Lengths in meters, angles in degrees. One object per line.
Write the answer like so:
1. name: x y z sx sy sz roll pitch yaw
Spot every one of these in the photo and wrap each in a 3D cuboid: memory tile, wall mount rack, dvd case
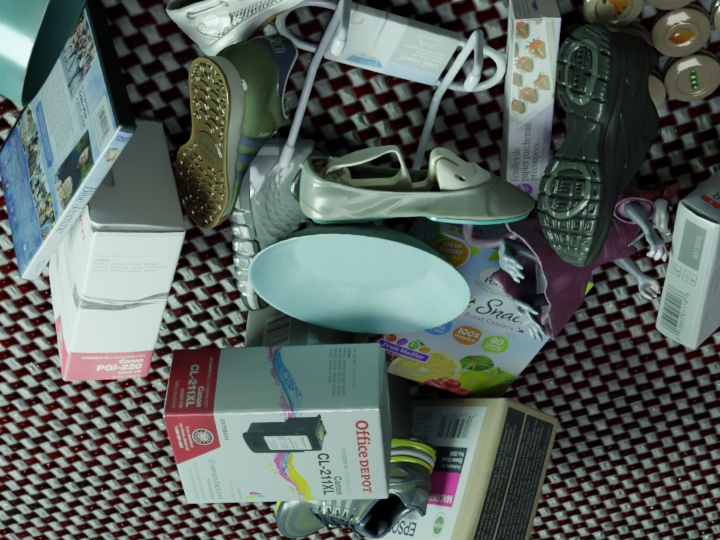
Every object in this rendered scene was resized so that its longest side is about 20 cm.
1. memory tile: 0.261 -0.216 1.083 0.153 0.017 0.200 -14 135 13
2. wall mount rack: 0.016 -0.149 1.107 0.200 0.075 0.174 13 147 -13
3. dvd case: -0.249 -0.106 1.096 0.018 0.143 0.200 8 138 -37

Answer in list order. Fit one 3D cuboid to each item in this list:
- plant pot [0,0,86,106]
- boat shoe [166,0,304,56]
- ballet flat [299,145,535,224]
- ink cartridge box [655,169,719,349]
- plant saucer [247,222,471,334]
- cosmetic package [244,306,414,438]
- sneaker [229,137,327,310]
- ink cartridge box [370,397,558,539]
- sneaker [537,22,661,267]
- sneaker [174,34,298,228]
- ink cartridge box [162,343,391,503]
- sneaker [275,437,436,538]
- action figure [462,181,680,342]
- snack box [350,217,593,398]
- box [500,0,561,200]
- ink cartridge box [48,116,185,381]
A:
1. plant pot: -0.273 -0.241 0.928 0.161 0.201 0.201 24 131 -9
2. boat shoe: -0.075 -0.239 1.012 0.069 0.071 0.200 33 128 -31
3. ballet flat: 0.048 -0.073 1.106 0.200 0.067 0.064 -1 115 1
4. ink cartridge box: 0.350 -0.044 1.188 0.050 0.200 0.162 32 145 29
5. plant saucer: 0.000 0.000 1.184 0.201 0.039 0.201 5 154 2
6. cosmetic package: -0.030 0.119 1.355 0.090 0.107 0.200 -22 130 22
7. sneaker: -0.061 -0.040 1.215 0.115 0.075 0.200 -4 135 -1
8. ink cartridge box: 0.104 0.219 1.361 0.075 0.165 0.200 24 164 -23
9. sneaker: 0.206 -0.100 1.086 0.091 0.076 0.200 -1 107 -34
10. sneaker: -0.095 -0.116 1.085 0.090 0.067 0.200 -33 158 -29
11. ink cartridge box: -0.073 0.146 1.248 0.200 0.083 0.146 -2 135 4
12. sneaker: -0.010 0.238 1.345 0.200 0.081 0.074 -30 130 30
13. action figure: 0.207 -0.030 1.200 0.200 0.149 0.134 -38 159 -21
14. snack box: 0.104 0.031 1.295 0.169 0.068 0.200 17 131 -17
15. box: 0.145 -0.146 1.135 0.039 0.041 0.200 -2 135 1
16. ink cartridge box: -0.222 -0.019 1.175 0.085 0.146 0.200 -1 138 -20
